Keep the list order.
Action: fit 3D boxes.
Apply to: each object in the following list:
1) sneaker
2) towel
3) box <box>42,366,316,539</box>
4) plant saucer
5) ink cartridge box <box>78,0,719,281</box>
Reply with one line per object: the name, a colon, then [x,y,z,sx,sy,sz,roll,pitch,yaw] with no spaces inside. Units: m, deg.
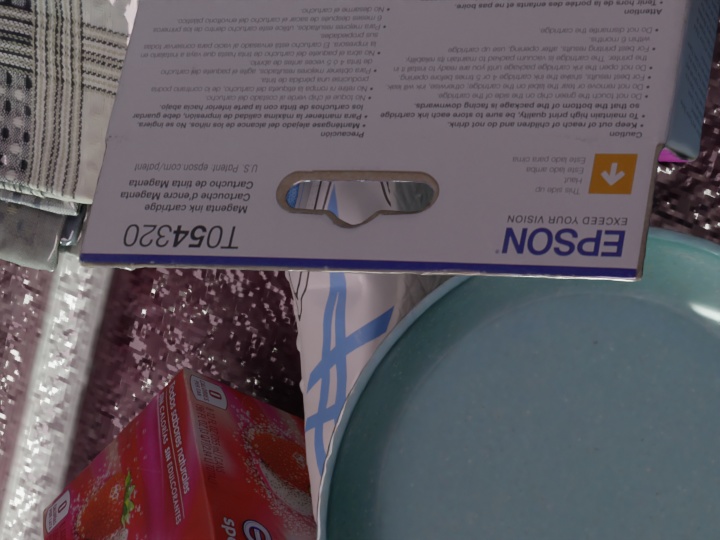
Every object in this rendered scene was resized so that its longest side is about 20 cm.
sneaker: [0.000,0.000,0.832,0.072,0.072,0.201,2,90,41]
towel: [-0.159,-0.105,0.909,0.192,0.035,0.201,12,109,23]
box: [-0.039,0.147,0.822,0.095,0.099,0.200,-44,39,28]
plant saucer: [0.081,0.083,0.799,0.199,0.036,0.201,-1,96,-9]
ink cartridge box: [0.019,-0.084,0.767,0.196,0.043,0.201,2,69,25]
